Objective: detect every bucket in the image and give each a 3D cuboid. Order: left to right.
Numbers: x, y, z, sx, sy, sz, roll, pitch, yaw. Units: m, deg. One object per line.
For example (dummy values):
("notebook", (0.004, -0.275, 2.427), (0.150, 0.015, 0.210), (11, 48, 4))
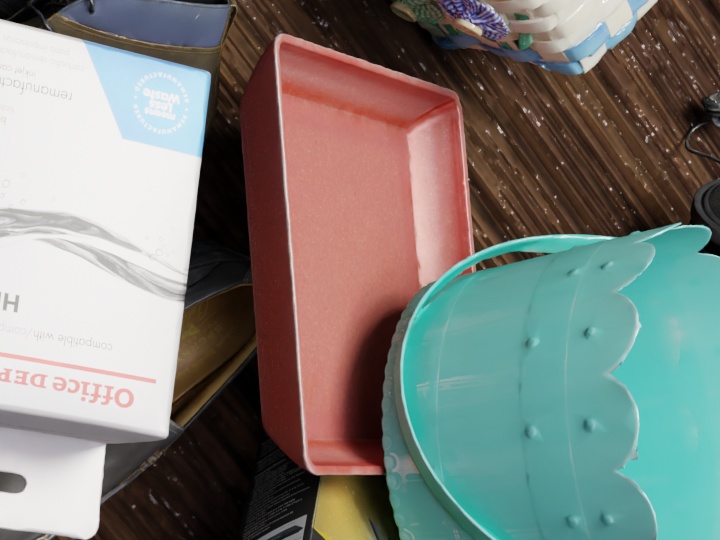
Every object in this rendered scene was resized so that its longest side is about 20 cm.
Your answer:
("bucket", (0.108, 0.081, 1.100), (0.207, 0.135, 0.207), (30, 55, -57))

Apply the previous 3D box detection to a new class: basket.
("basket", (0.060, -0.198, 1.110), (0.139, 0.176, 0.200), (-42, 122, -20))

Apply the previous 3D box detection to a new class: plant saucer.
("plant saucer", (0.000, 0.000, 1.102), (0.200, 0.037, 0.200), (9, 76, -62))

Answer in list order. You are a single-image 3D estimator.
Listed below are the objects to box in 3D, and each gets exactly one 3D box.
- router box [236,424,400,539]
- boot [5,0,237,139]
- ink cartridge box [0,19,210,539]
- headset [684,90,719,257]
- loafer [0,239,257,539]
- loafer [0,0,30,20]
("router box", (0.020, 0.176, 1.110), (0.200, 0.052, 0.157), (51, 23, -22))
("boot", (-0.151, -0.105, 1.024), (0.200, 0.075, 0.097), (16, 107, -30))
("ink cartridge box", (-0.136, 0.006, 0.946), (0.116, 0.068, 0.200), (11, 78, -28))
("headset", (0.215, -0.009, 1.239), (0.094, 0.124, 0.200), (1, 65, -10))
("loafer", (-0.114, 0.060, 1.069), (0.200, 0.072, 0.073), (-49, 115, -20))
("loafer", (-0.165, -0.174, 1.021), (0.201, 0.070, 0.068), (51, 57, -36))
